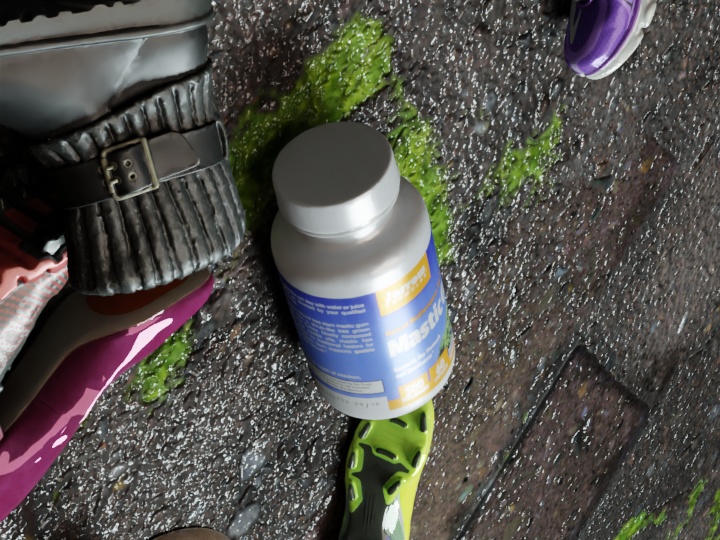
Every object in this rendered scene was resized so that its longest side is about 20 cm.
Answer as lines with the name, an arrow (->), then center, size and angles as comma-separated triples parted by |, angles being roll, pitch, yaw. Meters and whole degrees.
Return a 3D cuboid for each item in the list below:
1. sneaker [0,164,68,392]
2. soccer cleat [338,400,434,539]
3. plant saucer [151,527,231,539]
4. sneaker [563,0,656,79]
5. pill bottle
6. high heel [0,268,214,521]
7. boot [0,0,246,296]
sneaker -> -0.211, 0.018, 0.789 | 0.201, 0.070, 0.099 | -47, 160, -35
soccer cleat -> 0.020, 0.181, 1.198 | 0.084, 0.064, 0.203 | -46, 149, -71
plant saucer -> -0.152, 0.290, 1.074 | 0.199, 0.032, 0.203 | -31, 135, -36
sneaker -> 0.180, -0.250, 1.093 | 0.082, 0.080, 0.203 | -1, 108, -31
pill bottle -> 0.000, 0.000, 0.992 | 0.112, 0.111, 0.202 | -41, 141, -24
high heel -> -0.169, 0.072, 0.874 | 0.198, 0.067, 0.097 | -27, 124, -17
boot -> -0.161, -0.062, 0.726 | 0.208, 0.080, 0.160 | -9, 118, -16
